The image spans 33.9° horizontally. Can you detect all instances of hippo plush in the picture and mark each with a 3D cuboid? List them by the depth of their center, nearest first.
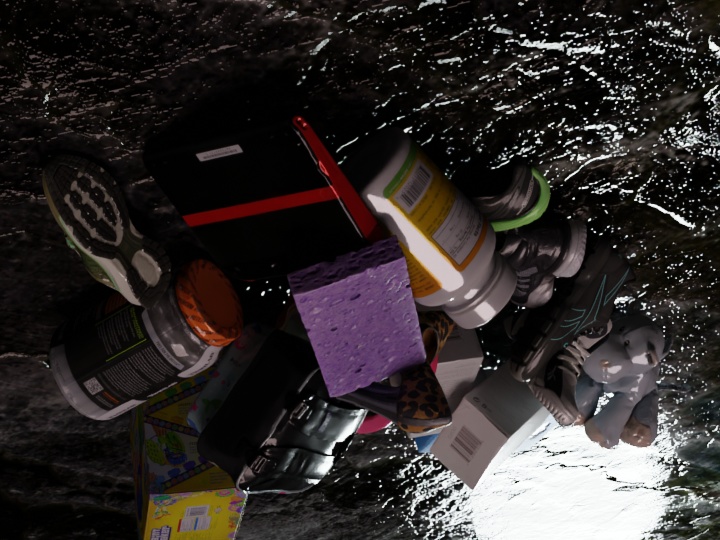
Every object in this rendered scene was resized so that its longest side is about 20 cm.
[{"bbox_3d":[0.365,0.143,1.599,0.197,0.161,0.161,-11,149,-3],"label":"hippo plush"}]

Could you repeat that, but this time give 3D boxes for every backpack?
[{"bbox_3d":[-0.085,0.160,1.334,0.179,0.150,0.199,-56,147,5],"label":"backpack"}]

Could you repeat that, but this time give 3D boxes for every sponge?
[{"bbox_3d":[0.001,0.051,1.163,0.110,0.030,0.201,-21,145,-4],"label":"sponge"}]

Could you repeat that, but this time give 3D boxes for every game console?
[{"bbox_3d":[-0.091,-0.065,1.125,0.198,0.031,0.178,-8,129,35],"label":"game console"}]

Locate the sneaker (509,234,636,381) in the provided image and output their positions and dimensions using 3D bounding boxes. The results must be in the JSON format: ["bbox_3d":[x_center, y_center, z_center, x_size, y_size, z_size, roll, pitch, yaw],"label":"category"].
[{"bbox_3d":[0.255,0.057,1.411,0.079,0.075,0.201,37,88,-16],"label":"sneaker"}]

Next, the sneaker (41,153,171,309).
[{"bbox_3d":[-0.271,-0.035,1.173,0.088,0.077,0.201,5,143,30],"label":"sneaker"}]

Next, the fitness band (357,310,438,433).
[{"bbox_3d":[0.011,0.114,1.441,0.037,0.144,0.200,-29,164,-51],"label":"fitness band"}]

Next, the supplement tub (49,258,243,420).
[{"bbox_3d":[-0.234,0.073,1.301,0.198,0.124,0.122,-27,146,22],"label":"supplement tub"}]

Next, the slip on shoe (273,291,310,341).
[{"bbox_3d":[-0.067,0.061,1.405,0.073,0.062,0.200,17,154,-7],"label":"slip on shoe"}]

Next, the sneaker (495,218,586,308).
[{"bbox_3d":[0.179,-0.017,1.368,0.112,0.076,0.200,13,160,-8],"label":"sneaker"}]

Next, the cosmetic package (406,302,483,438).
[{"bbox_3d":[0.096,0.123,1.522,0.070,0.102,0.201,-7,148,-13],"label":"cosmetic package"}]

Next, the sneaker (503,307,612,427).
[{"bbox_3d":[0.263,0.096,1.471,0.129,0.200,0.080,-35,117,13],"label":"sneaker"}]

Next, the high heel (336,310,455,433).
[{"bbox_3d":[0.084,0.109,1.289,0.199,0.141,0.072,-34,128,-41],"label":"high heel"}]

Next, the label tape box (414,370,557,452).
[{"bbox_3d":[0.192,0.207,1.724,0.198,0.067,0.144,2,145,-28],"label":"label tape box"}]

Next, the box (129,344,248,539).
[{"bbox_3d":[-0.219,0.228,1.480,0.120,0.195,0.201,-2,146,-15],"label":"box"}]

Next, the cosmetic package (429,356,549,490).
[{"bbox_3d":[0.188,0.184,1.541,0.199,0.081,0.114,-29,154,-47],"label":"cosmetic package"}]

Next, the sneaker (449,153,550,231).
[{"bbox_3d":[0.103,-0.070,1.270,0.198,0.077,0.084,-25,125,16],"label":"sneaker"}]

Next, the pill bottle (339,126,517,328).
[{"bbox_3d":[0.065,-0.036,1.184,0.111,0.112,0.200,-33,115,29],"label":"pill bottle"}]
